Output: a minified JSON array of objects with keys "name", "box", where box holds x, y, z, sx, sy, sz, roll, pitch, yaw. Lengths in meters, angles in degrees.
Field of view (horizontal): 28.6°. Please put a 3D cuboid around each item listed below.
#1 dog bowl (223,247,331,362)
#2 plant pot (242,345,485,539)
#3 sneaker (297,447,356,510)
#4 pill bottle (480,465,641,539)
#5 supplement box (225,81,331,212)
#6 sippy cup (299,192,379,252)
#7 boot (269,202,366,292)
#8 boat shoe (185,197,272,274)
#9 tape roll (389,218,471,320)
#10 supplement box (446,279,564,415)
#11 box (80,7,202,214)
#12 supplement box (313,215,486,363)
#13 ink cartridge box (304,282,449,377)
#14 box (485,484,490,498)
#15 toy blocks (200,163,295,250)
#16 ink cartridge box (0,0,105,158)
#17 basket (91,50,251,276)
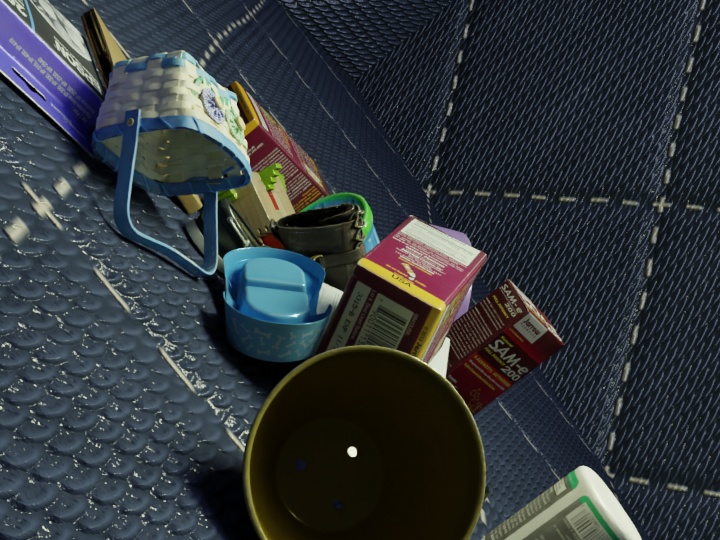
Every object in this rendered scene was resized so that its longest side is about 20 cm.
[{"name":"dog bowl","box":[-0.091,0.035,1.472,0.110,0.050,0.200,7,22,-9]},{"name":"plant pot","box":[-0.011,0.171,1.182,0.201,0.200,0.142,53,-17,-1]},{"name":"sneaker","box":[0.001,0.219,1.302,0.200,0.080,0.115,55,7,2]},{"name":"pill bottle","box":[0.199,0.315,1.552,0.113,0.199,0.113,50,10,-12]},{"name":"supplement box","box":[-0.134,-0.153,1.976,0.200,0.085,0.111,45,12,-39]},{"name":"sippy cup","box":[-0.024,-0.013,1.916,0.131,0.139,0.178,59,46,-34]},{"name":"boot","box":[0.000,0.000,1.658,0.069,0.198,0.175,-93,177,-55]},{"name":"boat shoe","box":[-0.113,-0.001,1.602,0.200,0.060,0.076,46,12,-38]},{"name":"tape roll","box":[0.079,0.035,1.952,0.084,0.201,0.200,13,24,-16]},{"name":"supplement box","box":[0.138,0.112,1.728,0.109,0.200,0.061,39,15,-47]},{"name":"box","box":[-0.247,-0.178,1.596,0.201,0.021,0.164,61,2,-46]},{"name":"supplement box","box":[0.044,0.039,1.498,0.103,0.132,0.200,28,22,9]},{"name":"ink cartridge box","box":[-0.001,0.092,1.560,0.199,0.041,0.200,25,23,-3]},{"name":"box","box":[0.080,0.222,1.779,0.201,0.047,0.193,54,8,9]},{"name":"toy blocks","box":[-0.113,-0.047,1.734,0.138,0.099,0.200,65,11,2]},{"name":"ink cartridge box","box":[-0.335,-0.235,1.430,0.198,0.043,0.201,46,12,-44]},{"name":"basket","box":[-0.192,-0.110,1.436,0.176,0.138,0.202,36,55,-63]}]
